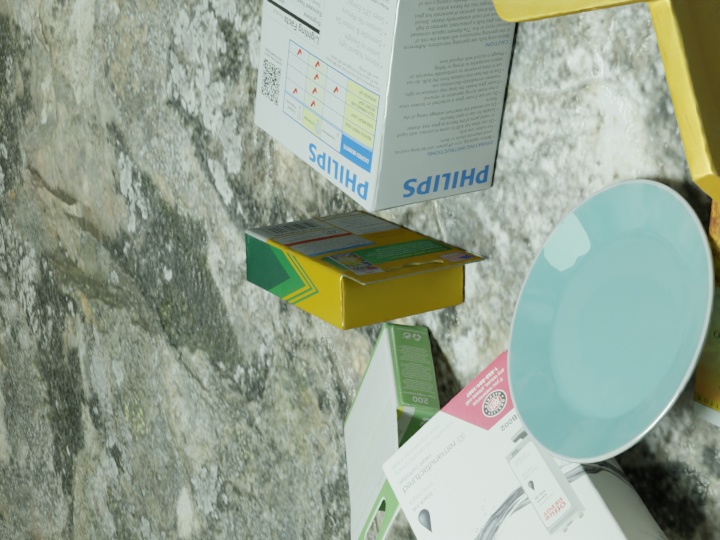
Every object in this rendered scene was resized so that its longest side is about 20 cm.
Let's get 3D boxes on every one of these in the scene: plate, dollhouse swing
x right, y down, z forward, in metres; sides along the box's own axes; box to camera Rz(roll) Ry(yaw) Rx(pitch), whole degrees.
[{"bbox_3d":[0.174,0.036,0.941,0.200,0.025,0.202,-37,43,44],"label":"plate"},{"bbox_3d":[0.190,-0.122,0.758,0.181,0.199,0.178,3,100,58],"label":"dollhouse swing"}]

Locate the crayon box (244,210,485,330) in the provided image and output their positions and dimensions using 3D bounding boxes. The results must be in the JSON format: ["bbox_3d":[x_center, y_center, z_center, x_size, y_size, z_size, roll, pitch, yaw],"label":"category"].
[{"bbox_3d":[0.000,0.000,1.185,0.200,0.125,0.052,23,119,54],"label":"crayon box"}]

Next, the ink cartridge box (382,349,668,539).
[{"bbox_3d":[0.123,0.183,1.002,0.146,0.083,0.201,-44,47,16],"label":"ink cartridge box"}]

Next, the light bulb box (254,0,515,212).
[{"bbox_3d":[0.016,-0.184,1.105,0.198,0.124,0.202,39,132,46],"label":"light bulb box"}]

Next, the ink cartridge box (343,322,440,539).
[{"bbox_3d":[0.027,0.166,1.193,0.201,0.048,0.146,-97,21,-46],"label":"ink cartridge box"}]

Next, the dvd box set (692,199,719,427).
[{"bbox_3d":[0.271,0.018,0.836,0.146,0.029,0.202,27,121,53],"label":"dvd box set"}]
